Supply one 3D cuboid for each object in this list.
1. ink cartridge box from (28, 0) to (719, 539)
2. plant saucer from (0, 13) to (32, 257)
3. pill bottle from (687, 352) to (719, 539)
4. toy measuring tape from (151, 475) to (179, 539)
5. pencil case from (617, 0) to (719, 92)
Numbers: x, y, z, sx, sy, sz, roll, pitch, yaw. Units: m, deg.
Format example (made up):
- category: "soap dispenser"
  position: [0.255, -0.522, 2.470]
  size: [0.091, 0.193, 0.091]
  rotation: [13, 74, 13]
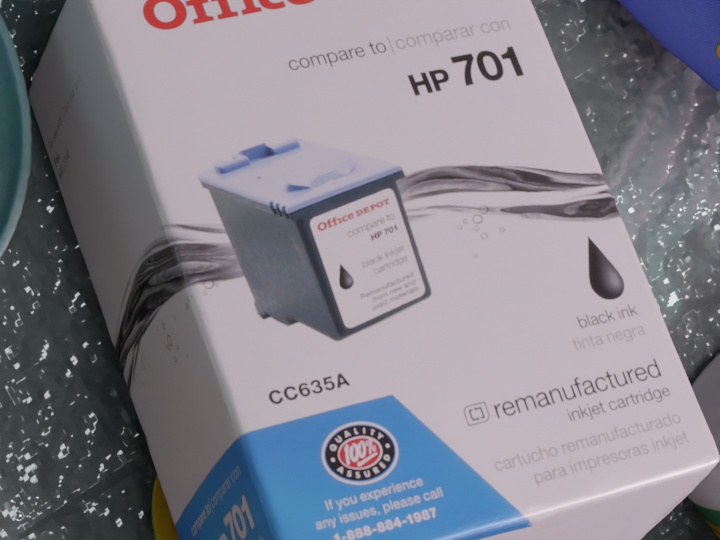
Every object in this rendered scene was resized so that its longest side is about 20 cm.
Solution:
- category: "ink cartridge box"
  position: [0.000, 0.000, 0.866]
  size: [0.146, 0.086, 0.201]
  rotation: [-13, 72, -22]
- category: "plant saucer"
  position: [-0.194, -0.051, 0.811]
  size: [0.199, 0.036, 0.201]
  rotation: [16, 54, -23]
- category: "pill bottle"
  position: [0.206, 0.108, 0.992]
  size: [0.113, 0.113, 0.200]
  rotation: [-43, 108, -15]
- category: "toy measuring tape"
  position: [-0.025, 0.114, 0.901]
  size: [0.073, 0.074, 0.201]
  rotation: [-7, 77, -23]
- category: "pencil case"
  position: [0.157, -0.077, 0.942]
  size: [0.200, 0.087, 0.078]
  rotation: [46, 116, 11]
